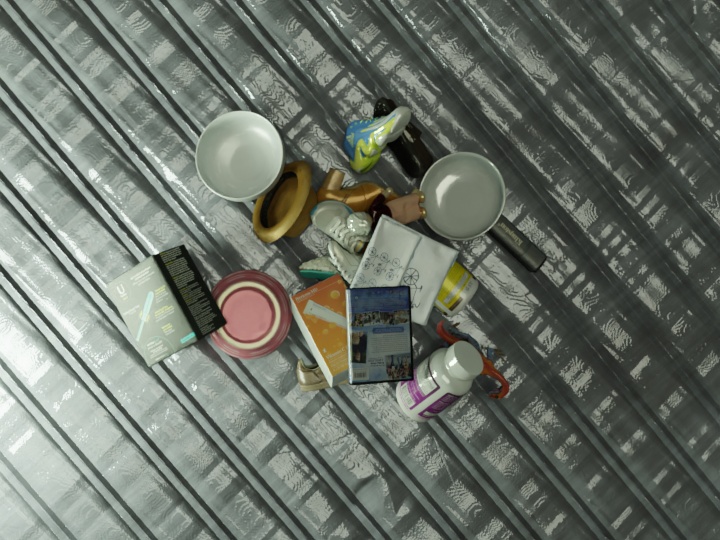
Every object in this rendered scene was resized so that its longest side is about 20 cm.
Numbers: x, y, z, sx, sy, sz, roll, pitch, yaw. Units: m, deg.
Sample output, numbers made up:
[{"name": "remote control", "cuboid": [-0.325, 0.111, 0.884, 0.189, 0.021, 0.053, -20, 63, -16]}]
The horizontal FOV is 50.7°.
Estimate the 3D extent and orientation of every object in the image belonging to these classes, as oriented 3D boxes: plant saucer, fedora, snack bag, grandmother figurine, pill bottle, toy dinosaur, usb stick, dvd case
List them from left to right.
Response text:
[{"name": "plant saucer", "cuboid": [-0.253, 0.099, 1.710, 0.198, 0.051, 0.203, 0, 89, -5]}, {"name": "fedora", "cuboid": [-0.155, -0.142, 1.685, 0.081, 0.200, 0.202, 31, 87, -38]}, {"name": "dvd case", "cuboid": [0.041, 0.135, 1.597, 0.141, 0.018, 0.203, -2, 89, -16]}, {"name": "grandmother figurine", "cuboid": [0.056, -0.118, 1.664, 0.198, 0.060, 0.123, -16, 97, -34]}, {"name": "snack bag", "cuboid": [0.093, 0.006, 1.630, 0.198, 0.021, 0.190, 25, 90, -14]}, {"name": "pill bottle", "cuboid": [0.161, 0.004, 1.714, 0.200, 0.109, 0.110, 41, 87, -3]}, {"name": "pill bottle", "cuboid": [0.175, 0.240, 1.664, 0.112, 0.112, 0.200, 43, 128, -3]}, {"name": "toy dinosaur", "cuboid": [0.253, 0.212, 1.706, 0.181, 0.199, 0.105, 43, 103, 28]}, {"name": "usb stick", "cuboid": [0.349, -0.077, 1.769, 0.200, 0.033, 0.056, 43, 87, -2]}]

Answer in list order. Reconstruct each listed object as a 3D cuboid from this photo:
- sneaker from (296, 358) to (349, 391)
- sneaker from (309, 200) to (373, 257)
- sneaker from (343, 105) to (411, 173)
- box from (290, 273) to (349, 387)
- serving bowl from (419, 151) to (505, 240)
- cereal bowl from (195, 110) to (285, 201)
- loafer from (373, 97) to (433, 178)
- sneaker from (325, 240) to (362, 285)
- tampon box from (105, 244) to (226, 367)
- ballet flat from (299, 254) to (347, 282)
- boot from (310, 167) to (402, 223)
[{"name": "sneaker", "cuboid": [-0.047, 0.214, 1.712, 0.198, 0.070, 0.076, -15, 96, -4]}, {"name": "sneaker", "cuboid": [-0.024, -0.085, 1.673, 0.199, 0.081, 0.077, 29, 113, -31]}, {"name": "sneaker", "cuboid": [0.024, -0.313, 1.689, 0.105, 0.075, 0.200, 52, 125, 11]}, {"name": "box", "cuboid": [-0.056, 0.131, 1.666, 0.123, 0.098, 0.201, -26, 72, -13]}, {"name": "serving bowl", "cuboid": [0.234, -0.164, 1.731, 0.197, 0.066, 0.203, -2, 83, 16]}, {"name": "cereal bowl", "cuboid": [-0.260, -0.248, 1.689, 0.197, 0.083, 0.203, -1, 85, 6]}, {"name": "loafer", "cuboid": [0.099, -0.308, 1.742, 0.071, 0.073, 0.201, -30, 91, -34]}, {"name": "sneaker", "cuboid": [0.000, 0.000, 1.656, 0.081, 0.075, 0.200, -42, 116, 0]}, {"name": "tampon box", "cuboid": [-0.416, 0.073, 1.636, 0.149, 0.126, 0.202, -27, 92, 23]}, {"name": "ballet flat", "cuboid": [-0.041, -0.005, 1.726, 0.197, 0.072, 0.073, 10, 88, -10]}, {"name": "boot", "cuboid": [-0.009, -0.136, 1.732, 0.199, 0.071, 0.146, 18, 99, -10]}]
